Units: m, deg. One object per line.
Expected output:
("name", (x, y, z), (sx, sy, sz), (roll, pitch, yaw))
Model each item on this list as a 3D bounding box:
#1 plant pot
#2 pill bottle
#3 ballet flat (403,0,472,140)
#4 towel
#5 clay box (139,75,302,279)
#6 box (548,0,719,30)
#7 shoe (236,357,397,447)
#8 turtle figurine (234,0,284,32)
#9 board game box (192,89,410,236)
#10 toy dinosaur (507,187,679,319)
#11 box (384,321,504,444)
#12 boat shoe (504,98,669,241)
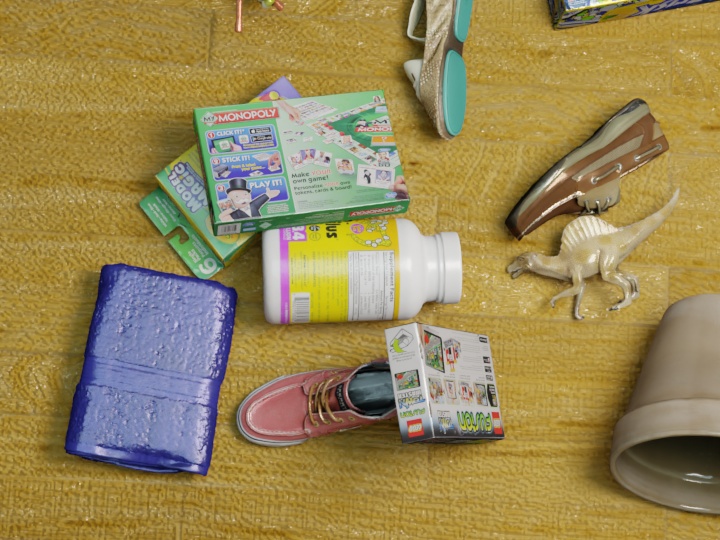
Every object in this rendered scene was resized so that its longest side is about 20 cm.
("plant pot", (0.353, 0.127, 1.669), (0.199, 0.200, 0.175), (12, 61, -1))
("pill bottle", (0.000, 0.000, 1.698), (0.198, 0.104, 0.105), (-2, 79, -4))
("ballet flat", (0.081, -0.234, 1.777), (0.065, 0.070, 0.201), (0, 75, 24))
("towel", (-0.210, 0.102, 1.698), (0.147, 0.050, 0.201), (11, 78, -9))
("clay box", (-0.121, -0.094, 1.736), (0.200, 0.048, 0.115), (-40, 83, -11))
("box", (0.302, -0.313, 1.793), (0.198, 0.070, 0.065), (-10, 81, -6))
("shoe", (-0.029, 0.127, 1.676), (0.199, 0.091, 0.072), (-11, 81, -2))
("turtle figurine", (-0.068, -0.329, 1.776), (0.160, 0.064, 0.201), (8, 70, -10))
("board game box", (-0.060, -0.110, 1.687), (0.198, 0.029, 0.135), (-7, 63, -12))
("toy dinosaur", (0.255, -0.012, 1.731), (0.199, 0.058, 0.102), (-21, 92, 2))
("box", (0.085, 0.113, 1.637), (0.035, 0.200, 0.111), (-13, 79, 22))
("boat shoe", (0.242, -0.095, 1.748), (0.200, 0.076, 0.074), (-40, 87, -9))
